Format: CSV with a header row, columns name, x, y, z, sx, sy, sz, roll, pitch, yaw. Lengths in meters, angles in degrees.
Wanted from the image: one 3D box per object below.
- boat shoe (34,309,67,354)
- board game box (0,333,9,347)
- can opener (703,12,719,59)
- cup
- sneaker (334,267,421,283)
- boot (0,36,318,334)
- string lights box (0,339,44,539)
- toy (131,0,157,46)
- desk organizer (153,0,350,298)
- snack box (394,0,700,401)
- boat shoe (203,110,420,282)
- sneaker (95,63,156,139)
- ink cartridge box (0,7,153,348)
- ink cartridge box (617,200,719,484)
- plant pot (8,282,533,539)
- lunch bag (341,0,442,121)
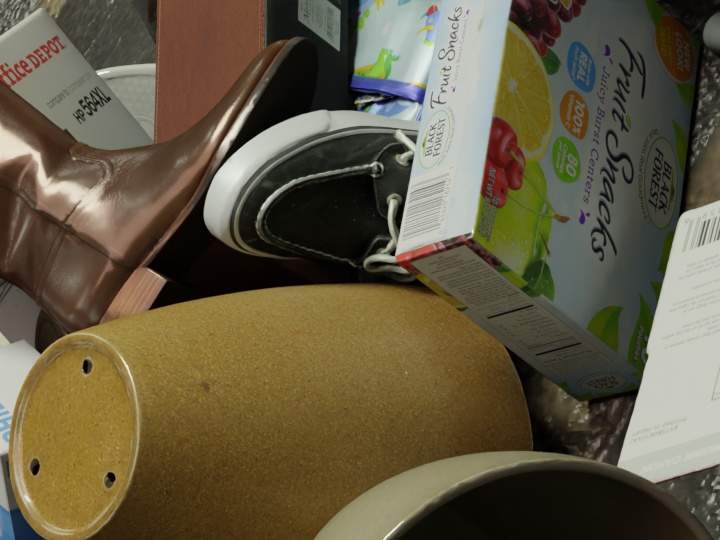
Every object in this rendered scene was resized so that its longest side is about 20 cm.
name,x,y,z,sx,sy,sz,roll,pitch,yaw
boat shoe,-0.101,0.102,1.376,0.072,0.076,0.201,-26,83,67
board game box,-0.201,0.078,1.591,0.152,0.046,0.200,-47,36,10
can opener,0.227,-0.109,1.251,0.053,0.066,0.200,-58,31,-6
cup,0.042,0.162,1.143,0.201,0.200,0.143,-57,24,-5
sneaker,0.000,0.000,1.416,0.200,0.073,0.082,32,83,44
boot,-0.140,-0.071,1.327,0.199,0.064,0.187,31,84,25
string lights box,-0.160,0.149,1.368,0.059,0.201,0.103,-18,29,-23
toy,-0.100,-0.212,1.601,0.047,0.200,0.116,18,66,20
desk organizer,-0.057,-0.082,1.403,0.077,0.072,0.201,-20,56,32
snack box,0.092,-0.059,1.289,0.053,0.142,0.201,-17,50,38
boat shoe,0.020,-0.029,1.304,0.068,0.198,0.074,41,120,42
sneaker,-0.170,-0.084,1.667,0.199,0.071,0.099,-19,10,9
ink cartridge box,-0.156,-0.027,1.459,0.084,0.200,0.146,-37,7,21
ink cartridge box,0.210,0.018,1.150,0.199,0.044,0.174,-21,36,37
plant pot,-0.056,0.085,1.247,0.186,0.199,0.188,-12,73,45
lunch bag,0.017,-0.119,1.479,0.200,0.082,0.162,14,76,53
